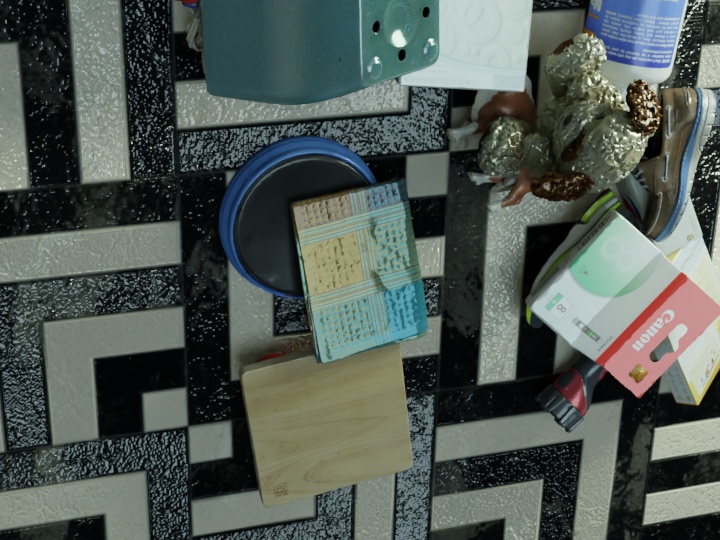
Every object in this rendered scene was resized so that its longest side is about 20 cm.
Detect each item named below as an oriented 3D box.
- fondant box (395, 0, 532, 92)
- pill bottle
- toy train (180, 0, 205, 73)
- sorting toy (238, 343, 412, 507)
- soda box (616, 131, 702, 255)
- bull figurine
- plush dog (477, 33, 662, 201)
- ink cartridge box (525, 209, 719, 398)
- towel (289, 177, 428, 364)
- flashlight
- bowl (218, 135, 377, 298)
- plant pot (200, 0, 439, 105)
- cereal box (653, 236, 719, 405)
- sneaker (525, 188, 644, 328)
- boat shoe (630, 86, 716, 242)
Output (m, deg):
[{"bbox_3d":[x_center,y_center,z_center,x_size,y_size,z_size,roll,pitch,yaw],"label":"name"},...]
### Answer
[{"bbox_3d":[0.116,-0.304,1.517,0.144,0.058,0.200,2,104,-4],"label":"fondant box"},{"bbox_3d":[0.320,-0.284,1.599,0.112,0.112,0.200,2,113,-20],"label":"pill bottle"},{"bbox_3d":[-0.221,-0.301,1.427,0.116,0.085,0.200,-2,115,-7],"label":"toy train"},{"bbox_3d":[-0.047,0.174,1.710,0.200,0.070,0.199,-13,117,-13],"label":"sorting toy"},{"bbox_3d":[0.363,-0.117,1.720,0.068,0.064,0.200,-29,119,-4],"label":"soda box"},{"bbox_3d":[0.170,-0.167,1.630,0.121,0.065,0.200,-30,117,2],"label":"bull figurine"},{"bbox_3d":[0.253,-0.143,1.528,0.160,0.172,0.200,40,96,-24],"label":"plush dog"},{"bbox_3d":[0.330,0.047,1.683,0.200,0.050,0.161,41,101,-7],"label":"ink cartridge box"},{"bbox_3d":[0.000,0.000,1.612,0.146,0.022,0.200,-14,107,-14],"label":"towel"},{"bbox_3d":[0.327,0.127,1.822,0.200,0.068,0.068,-43,82,-1],"label":"flashlight"},{"bbox_3d":[-0.067,-0.058,1.612,0.200,0.039,0.201,-8,116,-15],"label":"bowl"},{"bbox_3d":[-0.027,-0.275,1.395,0.196,0.200,0.196,-25,123,-40],"label":"plant pot"},{"bbox_3d":[0.430,0.058,1.799,0.144,0.039,0.200,-49,125,-32],"label":"cereal box"},{"bbox_3d":[0.281,-0.004,1.721,0.081,0.074,0.200,38,102,10],"label":"sneaker"},{"bbox_3d":[0.364,-0.131,1.644,0.072,0.072,0.200,10,115,-4],"label":"boat shoe"}]
